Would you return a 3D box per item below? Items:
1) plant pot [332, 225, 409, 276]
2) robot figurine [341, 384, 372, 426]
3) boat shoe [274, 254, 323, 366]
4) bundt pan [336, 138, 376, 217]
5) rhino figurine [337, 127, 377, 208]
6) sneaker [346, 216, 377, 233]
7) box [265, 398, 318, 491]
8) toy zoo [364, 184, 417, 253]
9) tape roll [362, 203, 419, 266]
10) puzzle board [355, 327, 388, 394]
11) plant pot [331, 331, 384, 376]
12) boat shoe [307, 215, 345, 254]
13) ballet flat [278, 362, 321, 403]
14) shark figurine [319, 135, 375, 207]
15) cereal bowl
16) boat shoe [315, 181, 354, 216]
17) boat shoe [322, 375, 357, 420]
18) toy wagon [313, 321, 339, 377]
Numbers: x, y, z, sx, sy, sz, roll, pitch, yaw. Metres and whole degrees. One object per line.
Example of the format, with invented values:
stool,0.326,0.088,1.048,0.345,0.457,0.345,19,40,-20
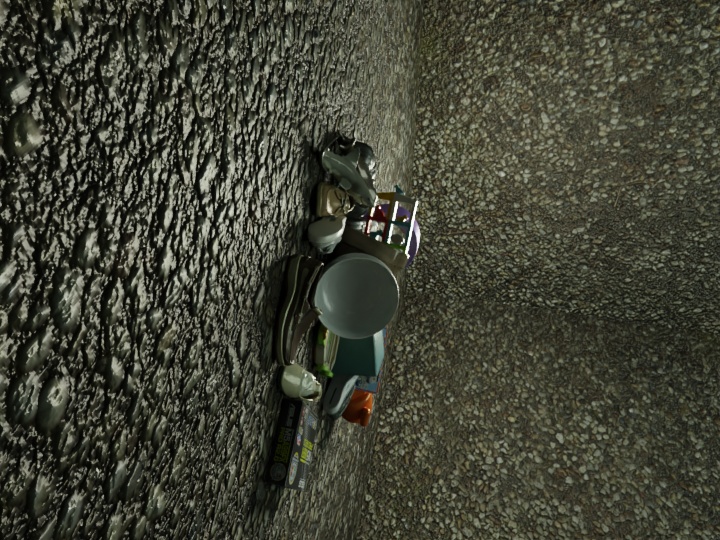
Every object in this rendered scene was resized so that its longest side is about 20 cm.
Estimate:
plant pot,0.000,0.000,1.399,0.177,0.196,0.200,-65,171,3
robot figurine,-0.018,0.402,1.744,0.118,0.141,0.202,-56,157,-34
boat shoe,-0.108,0.075,1.026,0.075,0.073,0.208,27,70,-80
bundt pan,-0.005,-0.233,1.443,0.202,0.074,0.208,8,90,-82
rhino figurine,-0.012,-0.236,1.299,0.088,0.059,0.204,-127,-166,-70
sneaker,-0.008,-0.109,1.576,0.199,0.073,0.084,-15,119,-69
box,-0.138,0.371,1.172,0.201,0.043,0.164,77,21,-65
toy zoo,0.079,-0.128,1.500,0.020,0.128,0.205,13,88,-70
tape roll,0.084,-0.100,1.724,0.066,0.195,0.204,-69,164,-58
puzzle board,0.002,0.253,1.673,0.017,0.147,0.205,146,-42,-66
plant pot,-0.012,0.164,1.541,0.142,0.137,0.205,-56,146,-70
boat shoe,-0.072,-0.072,1.194,0.200,0.070,0.070,-84,179,-73
ballet flat,-0.115,0.234,1.142,0.201,0.068,0.071,74,25,-68
shark figurine,-0.036,-0.231,1.178,0.090,0.128,0.214,-45,144,4
cereal bowl,-0.013,0.049,1.283,0.084,0.194,0.205,-110,-158,-66
boat shoe,-0.054,-0.155,1.220,0.200,0.063,0.073,-46,143,-76
boat shoe,-0.051,0.330,1.590,0.202,0.071,0.072,-57,150,-35
toy wagon,-0.082,0.173,1.384,0.201,0.039,0.159,71,28,-67
